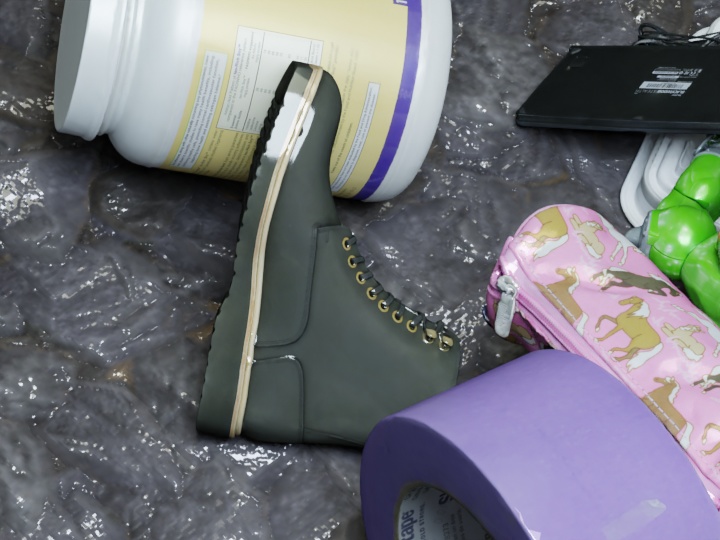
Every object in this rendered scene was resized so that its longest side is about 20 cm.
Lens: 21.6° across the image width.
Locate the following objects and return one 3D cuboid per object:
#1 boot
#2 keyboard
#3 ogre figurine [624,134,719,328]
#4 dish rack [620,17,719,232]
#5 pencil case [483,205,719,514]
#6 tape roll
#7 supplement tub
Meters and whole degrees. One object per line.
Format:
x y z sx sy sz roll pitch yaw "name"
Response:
0.000 0.000 0.990 0.138 0.201 0.077 12 15 -4 "boot"
0.195 -0.105 1.127 0.200 0.040 0.104 9 48 46 "keyboard"
0.235 -0.002 1.026 0.120 0.098 0.200 -28 70 -24 "ogre figurine"
0.266 -0.078 1.161 0.171 0.044 0.200 23 54 8 "dish rack"
0.140 0.053 0.897 0.086 0.083 0.200 -31 50 -13 "pencil case"
0.085 0.143 0.861 0.085 0.200 0.200 -22 59 -24 "tape roll"
-0.063 -0.122 1.060 0.199 0.146 0.146 9 51 -17 "supplement tub"
